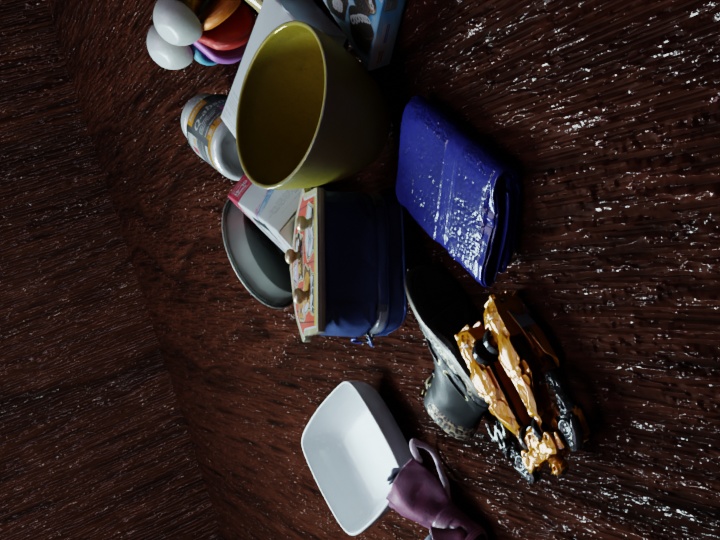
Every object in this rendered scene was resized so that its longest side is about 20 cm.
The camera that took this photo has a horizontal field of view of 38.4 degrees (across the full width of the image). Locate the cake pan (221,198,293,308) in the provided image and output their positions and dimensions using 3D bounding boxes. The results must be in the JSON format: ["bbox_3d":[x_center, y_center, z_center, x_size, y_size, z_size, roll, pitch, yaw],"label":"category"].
[{"bbox_3d":[-0.146,-0.040,1.671,0.036,0.199,0.204,-23,86,28],"label":"cake pan"}]

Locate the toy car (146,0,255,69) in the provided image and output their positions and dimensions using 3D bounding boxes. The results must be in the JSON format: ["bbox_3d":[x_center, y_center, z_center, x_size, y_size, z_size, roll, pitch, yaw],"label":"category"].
[{"bbox_3d":[-0.236,-0.396,1.633,0.149,0.177,0.200,34,158,-8],"label":"toy car"}]

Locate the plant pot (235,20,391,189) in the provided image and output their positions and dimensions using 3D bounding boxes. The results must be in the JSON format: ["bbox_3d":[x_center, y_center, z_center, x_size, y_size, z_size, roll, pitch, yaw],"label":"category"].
[{"bbox_3d":[-0.045,-0.191,1.283,0.198,0.140,0.204,-14,72,51],"label":"plant pot"}]

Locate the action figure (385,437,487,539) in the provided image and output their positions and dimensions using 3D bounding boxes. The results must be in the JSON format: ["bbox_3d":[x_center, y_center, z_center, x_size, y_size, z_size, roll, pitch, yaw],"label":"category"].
[{"bbox_3d":[0.130,0.356,1.467,0.199,0.133,0.151,30,94,41],"label":"action figure"}]

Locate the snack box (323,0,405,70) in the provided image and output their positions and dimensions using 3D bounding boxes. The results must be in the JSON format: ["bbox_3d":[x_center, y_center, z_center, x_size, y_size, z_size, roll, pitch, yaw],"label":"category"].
[{"bbox_3d":[-0.014,-0.356,1.248,0.202,0.037,0.117,60,156,26],"label":"snack box"}]

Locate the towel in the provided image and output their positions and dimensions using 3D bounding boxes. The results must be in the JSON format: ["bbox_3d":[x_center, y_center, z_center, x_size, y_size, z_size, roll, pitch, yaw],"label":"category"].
[{"bbox_3d":[0.109,-0.095,1.168,0.200,0.049,0.150,48,142,45],"label":"towel"}]

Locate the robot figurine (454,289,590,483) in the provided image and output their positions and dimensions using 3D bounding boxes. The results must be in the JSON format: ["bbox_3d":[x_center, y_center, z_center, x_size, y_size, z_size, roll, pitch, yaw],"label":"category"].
[{"bbox_3d":[0.182,0.131,1.144,0.202,0.057,0.145,63,147,20],"label":"robot figurine"}]

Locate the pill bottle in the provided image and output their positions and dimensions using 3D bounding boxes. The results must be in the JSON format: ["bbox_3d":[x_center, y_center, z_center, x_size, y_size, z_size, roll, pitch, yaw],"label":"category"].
[{"bbox_3d":[-0.233,-0.235,1.772,0.200,0.115,0.118,37,141,54],"label":"pill bottle"}]

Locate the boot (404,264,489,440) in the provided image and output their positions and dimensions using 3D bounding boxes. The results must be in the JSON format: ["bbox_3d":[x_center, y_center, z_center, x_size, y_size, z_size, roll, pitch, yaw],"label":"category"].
[{"bbox_3d":[0.108,0.108,1.307,0.201,0.072,0.152,54,153,25],"label":"boot"}]

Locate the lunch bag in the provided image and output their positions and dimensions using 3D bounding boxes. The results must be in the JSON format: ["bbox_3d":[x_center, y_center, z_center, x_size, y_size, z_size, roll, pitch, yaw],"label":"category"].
[{"bbox_3d":[0.000,0.000,1.361,0.136,0.130,0.204,141,127,-73],"label":"lunch bag"}]

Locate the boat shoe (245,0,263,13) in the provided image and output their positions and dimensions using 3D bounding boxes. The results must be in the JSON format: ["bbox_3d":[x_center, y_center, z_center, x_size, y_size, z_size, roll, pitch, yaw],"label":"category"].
[{"bbox_3d":[-0.145,-0.402,1.472,0.071,0.075,0.204,7,115,65],"label":"boat shoe"}]

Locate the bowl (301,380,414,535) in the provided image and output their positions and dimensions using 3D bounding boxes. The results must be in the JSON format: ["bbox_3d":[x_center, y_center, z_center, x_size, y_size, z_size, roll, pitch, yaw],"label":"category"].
[{"bbox_3d":[0.005,0.293,1.639,0.201,0.074,0.201,-53,56,38],"label":"bowl"}]

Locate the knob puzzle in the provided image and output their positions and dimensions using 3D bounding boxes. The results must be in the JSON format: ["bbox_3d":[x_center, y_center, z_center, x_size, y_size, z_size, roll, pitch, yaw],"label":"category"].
[{"bbox_3d":[-0.080,-0.007,1.354,0.219,0.030,0.225,180,90,-77],"label":"knob puzzle"}]

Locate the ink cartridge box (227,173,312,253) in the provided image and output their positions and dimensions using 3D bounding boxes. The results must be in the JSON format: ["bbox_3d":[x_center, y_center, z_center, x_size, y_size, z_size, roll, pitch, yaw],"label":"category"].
[{"bbox_3d":[-0.094,-0.070,1.545,0.148,0.086,0.200,47,175,-34],"label":"ink cartridge box"}]

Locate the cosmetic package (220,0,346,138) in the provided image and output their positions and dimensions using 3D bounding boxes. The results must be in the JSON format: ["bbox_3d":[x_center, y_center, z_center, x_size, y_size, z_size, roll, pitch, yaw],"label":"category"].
[{"bbox_3d":[-0.107,-0.260,1.404,0.113,0.080,0.202,54,128,37],"label":"cosmetic package"}]
